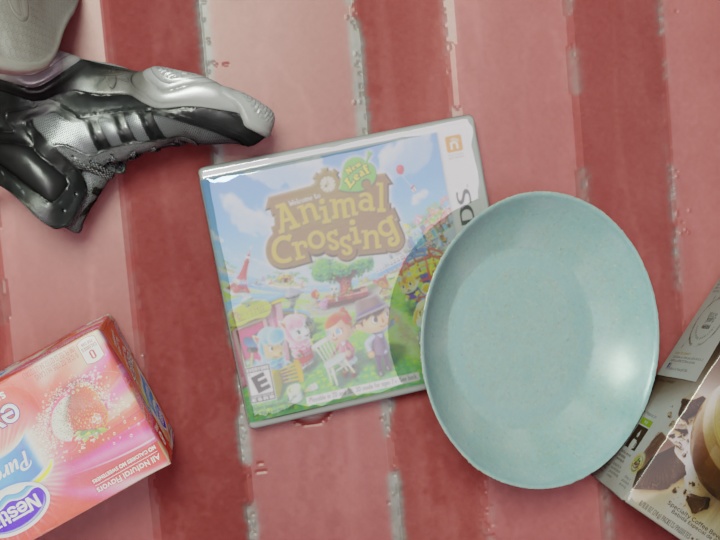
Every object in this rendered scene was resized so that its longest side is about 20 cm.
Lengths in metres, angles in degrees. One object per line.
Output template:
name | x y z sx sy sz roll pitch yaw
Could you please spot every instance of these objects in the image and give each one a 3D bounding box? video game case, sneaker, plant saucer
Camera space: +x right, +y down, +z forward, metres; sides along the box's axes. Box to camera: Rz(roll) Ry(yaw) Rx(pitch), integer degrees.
video game case | 0.000 0.000 0.860 0.197 0.022 0.185 -12 95 -6
sneaker | -0.160 -0.079 0.811 0.197 0.075 0.116 10 93 -2
plant saucer | 0.119 0.047 0.852 0.198 0.039 0.204 0 90 -27
sneaker | -0.238 -0.158 0.746 0.098 0.201 0.072 -11 117 5

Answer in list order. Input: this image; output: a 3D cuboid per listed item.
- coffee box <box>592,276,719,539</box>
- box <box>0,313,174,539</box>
coffee box | 0.272 0.100 0.871 0.112 0.080 0.201 33 89 -7
box | -0.231 0.123 0.802 0.198 0.095 0.104 -28 97 -5
